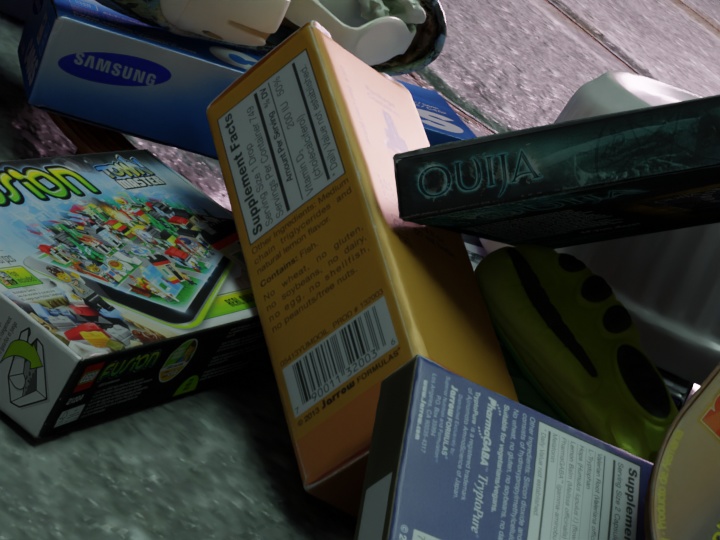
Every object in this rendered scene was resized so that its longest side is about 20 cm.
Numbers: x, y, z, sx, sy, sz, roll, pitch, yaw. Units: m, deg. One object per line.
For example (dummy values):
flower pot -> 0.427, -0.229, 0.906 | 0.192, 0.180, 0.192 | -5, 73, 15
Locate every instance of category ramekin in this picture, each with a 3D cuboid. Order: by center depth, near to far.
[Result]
ramekin -> 0.164, -0.016, 0.938 | 0.202, 0.094, 0.202 | 23, 14, -6

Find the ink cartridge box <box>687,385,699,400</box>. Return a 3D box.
ink cartridge box -> 0.132, 0.065, 0.975 | 0.176, 0.045, 0.200 | 43, 22, 29

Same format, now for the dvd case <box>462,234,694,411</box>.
dvd case -> 0.059, 0.006, 0.934 | 0.200, 0.025, 0.150 | 26, 15, 9

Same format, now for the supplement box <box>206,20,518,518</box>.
supplement box -> 0.000, 0.000, 0.801 | 0.067, 0.069, 0.200 | 32, 33, -42

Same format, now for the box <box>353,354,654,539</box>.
box -> 0.088, 0.120, 0.691 | 0.200, 0.032, 0.121 | 24, 54, -19

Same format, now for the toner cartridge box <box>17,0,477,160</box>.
toner cartridge box -> -0.051, -0.078, 0.942 | 0.200, 0.043, 0.095 | 15, 15, -18

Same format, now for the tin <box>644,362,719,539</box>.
tin -> 0.175, 0.047, 0.685 | 0.112, 0.200, 0.042 | 41, -10, 6

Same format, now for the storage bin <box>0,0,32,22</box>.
storage bin -> -0.101, -0.175, 1.099 | 0.200, 0.146, 0.134 | 24, 30, -21

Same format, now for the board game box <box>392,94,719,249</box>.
board game box -> 0.130, -0.040, 0.777 | 0.200, 0.028, 0.135 | -9, -9, 26

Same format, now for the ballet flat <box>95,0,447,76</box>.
ballet flat -> -0.036, -0.124, 0.914 | 0.200, 0.074, 0.074 | 3, 33, -43

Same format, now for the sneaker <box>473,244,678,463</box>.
sneaker -> 0.091, 0.085, 0.802 | 0.074, 0.084, 0.200 | -4, 56, -31

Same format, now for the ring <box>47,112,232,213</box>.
ring -> -0.067, -0.046, 0.988 | 0.200, 0.019, 0.200 | 27, 19, -10

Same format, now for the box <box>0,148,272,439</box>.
box -> -0.099, 0.002, 0.784 | 0.110, 0.035, 0.200 | 37, 19, 16
